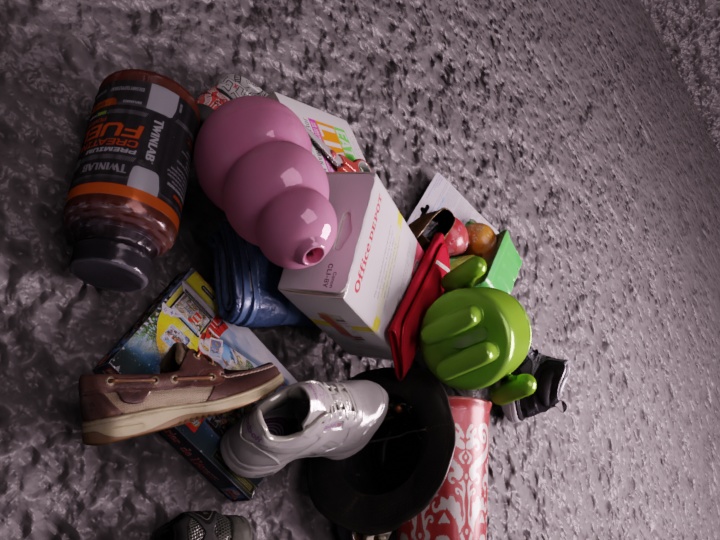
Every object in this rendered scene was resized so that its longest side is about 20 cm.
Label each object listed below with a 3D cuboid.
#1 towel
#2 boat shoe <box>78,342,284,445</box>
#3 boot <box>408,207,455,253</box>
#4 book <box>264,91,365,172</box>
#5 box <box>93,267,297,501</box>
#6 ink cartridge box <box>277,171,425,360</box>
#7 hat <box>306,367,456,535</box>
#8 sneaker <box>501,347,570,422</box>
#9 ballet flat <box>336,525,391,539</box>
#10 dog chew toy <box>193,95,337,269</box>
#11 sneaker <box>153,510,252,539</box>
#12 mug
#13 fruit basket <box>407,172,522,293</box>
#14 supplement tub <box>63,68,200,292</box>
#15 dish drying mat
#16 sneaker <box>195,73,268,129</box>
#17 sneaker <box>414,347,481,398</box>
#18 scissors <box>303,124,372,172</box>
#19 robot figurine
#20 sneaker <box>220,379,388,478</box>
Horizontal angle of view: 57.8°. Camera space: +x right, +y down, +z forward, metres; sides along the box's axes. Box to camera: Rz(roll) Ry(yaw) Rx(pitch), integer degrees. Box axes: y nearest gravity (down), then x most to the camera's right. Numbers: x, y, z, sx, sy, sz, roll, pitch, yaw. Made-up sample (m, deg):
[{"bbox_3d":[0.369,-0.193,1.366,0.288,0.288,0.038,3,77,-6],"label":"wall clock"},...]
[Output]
[{"bbox_3d":[-0.086,0.007,0.747,0.199,0.048,0.114,6,71,-59],"label":"towel"},{"bbox_3d":[-0.158,0.101,0.599,0.198,0.072,0.073,-8,81,-40],"label":"boat shoe"},{"bbox_3d":[0.057,-0.020,0.890,0.074,0.075,0.200,46,63,-2],"label":"boot"},{"bbox_3d":[-0.049,-0.141,0.829,0.199,0.047,0.136,-9,78,-67],"label":"book"},{"bbox_3d":[-0.153,0.118,0.674,0.201,0.037,0.137,51,46,-19],"label":"box"},{"bbox_3d":[0.000,0.000,0.748,0.200,0.082,0.147,51,48,-56],"label":"ink cartridge box"},{"bbox_3d":[0.031,0.211,0.739,0.081,0.197,0.202,60,40,-39],"label":"hat"},{"bbox_3d":[0.269,0.132,1.032,0.075,0.112,0.204,16,64,-62],"label":"sneaker"},{"bbox_3d":[0.013,0.316,0.744,0.072,0.072,0.204,11,67,-42],"label":"ballet flat"},{"bbox_3d":[-0.087,-0.082,0.642,0.123,0.125,0.201,7,37,-43],"label":"dog chew toy"},{"bbox_3d":[-0.162,0.312,0.566,0.113,0.076,0.203,26,55,-34],"label":"sneaker"},{"bbox_3d":[0.118,0.270,0.822,0.175,0.133,0.204,12,69,-29],"label":"mug"},{"bbox_3d":[0.156,-0.033,1.029,0.199,0.094,0.186,39,49,-8],"label":"fruit basket"},{"bbox_3d":[-0.222,-0.085,0.635,0.106,0.106,0.203,24,58,-37],"label":"supplement tub"},{"bbox_3d":[0.077,0.038,0.802,0.201,0.018,0.078,-59,146,-48],"label":"dish drying mat"},{"bbox_3d":[-0.114,-0.144,0.795,0.201,0.067,0.109,45,50,-21],"label":"sneaker"},{"bbox_3d":[0.139,0.144,0.921,0.202,0.090,0.076,62,34,-10],"label":"sneaker"},{"bbox_3d":[-0.026,-0.129,0.795,0.199,0.014,0.074,25,49,-58],"label":"scissors"},{"bbox_3d":[0.143,0.080,0.798,0.199,0.115,0.178,2,62,-64],"label":"robot figurine"},{"bbox_3d":[-0.038,0.150,0.660,0.198,0.100,0.075,-11,59,-40],"label":"sneaker"}]
